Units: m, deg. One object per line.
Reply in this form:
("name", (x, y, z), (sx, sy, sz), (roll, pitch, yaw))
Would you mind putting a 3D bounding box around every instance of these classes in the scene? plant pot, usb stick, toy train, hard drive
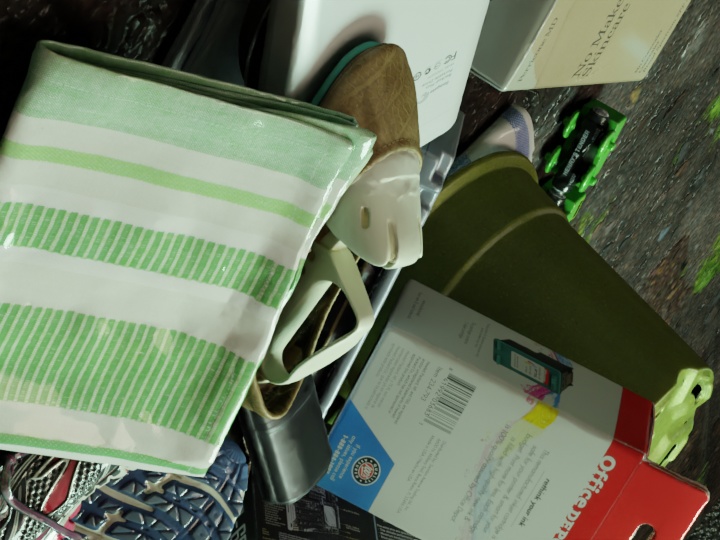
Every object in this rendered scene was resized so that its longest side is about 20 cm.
("plant pot", (0.115, 0.058, 1.154), (0.200, 0.190, 0.200), (-39, 152, -25))
("usb stick", (-0.054, 0.033, 0.929), (0.055, 0.033, 0.200), (-48, 134, -44))
("toy train", (0.136, -0.037, 1.319), (0.056, 0.042, 0.200), (-37, 156, -60))
("hard drive", (0.010, -0.113, 0.817), (0.132, 0.027, 0.200), (-33, 155, -30))

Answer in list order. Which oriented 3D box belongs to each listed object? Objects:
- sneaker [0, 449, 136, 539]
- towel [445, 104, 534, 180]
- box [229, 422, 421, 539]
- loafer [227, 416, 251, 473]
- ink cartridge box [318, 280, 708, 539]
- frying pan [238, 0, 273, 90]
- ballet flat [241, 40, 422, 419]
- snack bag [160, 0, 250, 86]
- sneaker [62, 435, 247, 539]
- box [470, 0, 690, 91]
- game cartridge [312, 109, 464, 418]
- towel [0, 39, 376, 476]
("sneaker", (-0.151, 0.084, 0.859), (0.200, 0.081, 0.075), (-57, 157, 11))
("towel", (0.048, -0.009, 1.201), (0.200, 0.024, 0.147), (-45, 157, -19))
("box", (0.010, 0.175, 1.078), (0.200, 0.158, 0.050), (19, 130, -26))
("loafer", (-0.087, 0.065, 0.971), (0.073, 0.071, 0.200), (-46, 158, -16))
("ink cartridge box", (0.087, 0.107, 1.033), (0.116, 0.200, 0.067), (-63, 180, 27))
("frying pan", (0.011, -0.140, 0.842), (0.190, 0.031, 0.115), (-37, 156, -31))
("ballet flat", (-0.014, -0.008, 0.825), (0.068, 0.072, 0.200), (-7, 138, -50))
("snack bag", (-0.010, -0.145, 0.870), (0.200, 0.021, 0.189), (-60, 157, 17))
("sneaker", (-0.145, 0.143, 0.953), (0.200, 0.077, 0.085), (-38, -160, 8))
("box", (0.115, -0.161, 1.022), (0.200, 0.078, 0.095), (-16, 139, -58))
("game cartridge", (0.000, 0.000, 1.028), (0.200, 0.041, 0.133), (-63, 179, 20))
("towel", (-0.097, 0.005, 0.774), (0.152, 0.023, 0.200), (11, 123, -27))
